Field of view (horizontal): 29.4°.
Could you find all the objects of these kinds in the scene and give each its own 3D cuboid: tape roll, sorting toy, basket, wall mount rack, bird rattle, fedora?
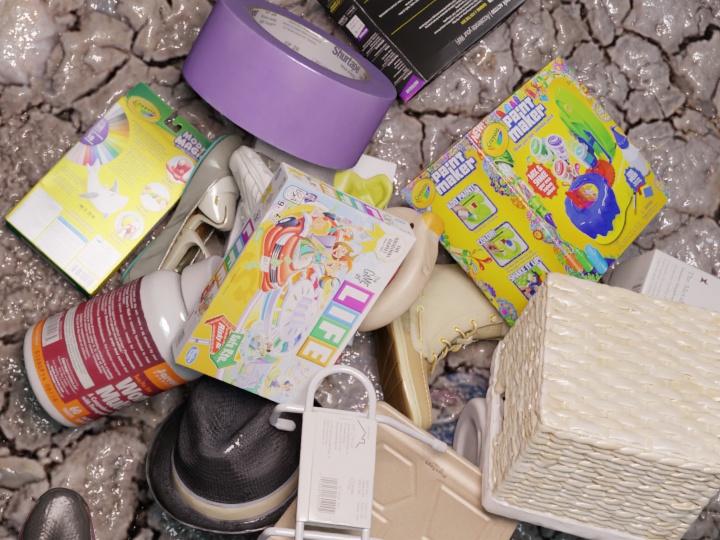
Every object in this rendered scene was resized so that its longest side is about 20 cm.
[{"bbox_3d":[-0.069,-0.189,1.357,0.200,0.200,0.085,28,108,-8],"label":"tape roll"},{"bbox_3d":[0.033,0.242,1.274,0.185,0.037,0.200,35,53,7],"label":"sorting toy"},{"bbox_3d":[0.231,0.130,1.292,0.199,0.161,0.199,14,49,-4],"label":"basket"},{"bbox_3d":[0.001,0.191,1.223,0.173,0.075,0.201,9,63,-9],"label":"wall mount rack"},{"bbox_3d":[0.000,0.000,1.312,0.113,0.163,0.200,46,63,-29],"label":"bird rattle"},{"bbox_3d":[-0.116,0.150,1.303,0.200,0.092,0.201,-1,40,1],"label":"fedora"}]

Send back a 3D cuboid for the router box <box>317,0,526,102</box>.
[{"bbox_3d":[0.069,-0.292,1.461,0.149,0.051,0.200,49,56,-1],"label":"router box"}]

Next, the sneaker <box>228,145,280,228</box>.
[{"bbox_3d":[-0.089,-0.036,1.306,0.099,0.078,0.200,-46,51,16],"label":"sneaker"}]

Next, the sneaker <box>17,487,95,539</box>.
[{"bbox_3d":[-0.290,0.302,1.272,0.075,0.116,0.201,11,79,-11],"label":"sneaker"}]

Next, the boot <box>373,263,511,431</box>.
[{"bbox_3d":[0.094,0.073,1.408,0.155,0.073,0.200,0,56,-16],"label":"boot"}]

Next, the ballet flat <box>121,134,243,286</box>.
[{"bbox_3d":[-0.161,-0.041,1.371,0.064,0.067,0.200,34,87,26],"label":"ballet flat"}]

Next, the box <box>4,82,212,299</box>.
[{"bbox_3d":[-0.248,-0.083,1.383,0.117,0.048,0.200,42,76,-3],"label":"box"}]

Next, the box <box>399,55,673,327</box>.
[{"bbox_3d":[0.182,-0.079,1.408,0.193,0.122,0.200,49,47,-2],"label":"box"}]

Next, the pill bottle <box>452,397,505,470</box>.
[{"bbox_3d":[0.203,0.194,1.410,0.199,0.111,0.111,6,79,-12],"label":"pill bottle"}]

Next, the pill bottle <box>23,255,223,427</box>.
[{"bbox_3d":[-0.207,0.065,1.297,0.200,0.110,0.110,-22,86,13],"label":"pill bottle"}]

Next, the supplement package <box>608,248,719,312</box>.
[{"bbox_3d":[0.363,0.074,1.469,0.200,0.110,0.114,23,77,-9],"label":"supplement package"}]

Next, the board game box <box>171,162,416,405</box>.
[{"bbox_3d":[-0.060,0.019,1.213,0.134,0.034,0.200,24,111,-25],"label":"board game box"}]

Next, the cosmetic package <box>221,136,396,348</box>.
[{"bbox_3d":[-0.059,-0.035,1.416,0.150,0.052,0.201,17,78,-9],"label":"cosmetic package"}]
